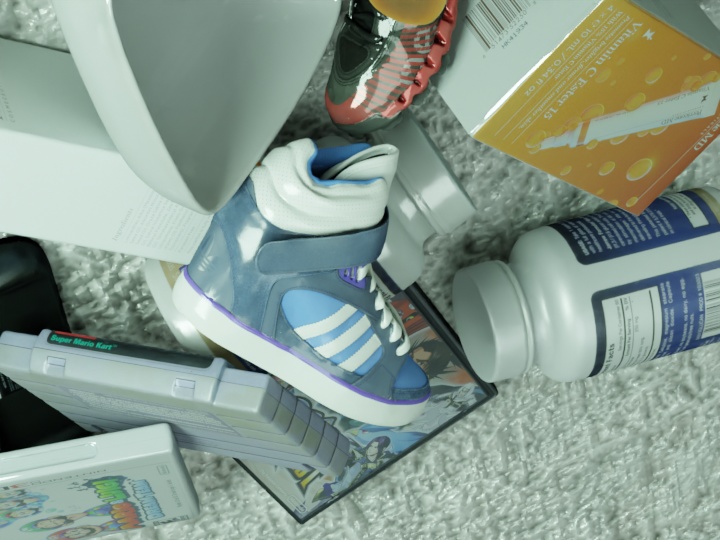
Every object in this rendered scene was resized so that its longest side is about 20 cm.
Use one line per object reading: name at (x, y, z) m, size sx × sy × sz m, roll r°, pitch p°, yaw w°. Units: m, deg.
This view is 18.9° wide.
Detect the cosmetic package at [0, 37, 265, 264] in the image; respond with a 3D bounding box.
cosmetic package at (-0.158, -0.070, 1.280) m, size 0.199 × 0.102 × 0.071 m, roll 10°, pitch 126°, yaw -35°

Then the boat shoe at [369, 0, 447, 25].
boat shoe at (0.051, -0.208, 1.126) m, size 0.070 × 0.070 × 0.200 m, roll 32°, pitch 152°, yaw -3°

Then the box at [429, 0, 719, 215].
box at (0.142, -0.131, 1.357) m, size 0.124 × 0.098 × 0.200 m, roll -46°, pitch 145°, yaw 19°

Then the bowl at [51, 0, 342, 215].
bowl at (-0.097, -0.159, 1.202) m, size 0.200 × 0.074 × 0.200 m, roll -59°, pitch 148°, yaw -31°

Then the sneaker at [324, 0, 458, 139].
sneaker at (0.023, -0.176, 1.269) m, size 0.098 × 0.071 × 0.201 m, roll 23°, pitch 99°, yaw -45°

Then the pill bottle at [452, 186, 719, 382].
pill bottle at (0.171, 0.015, 1.523) m, size 0.199 × 0.111 × 0.111 m, roll -14°, pitch 135°, yaw -15°

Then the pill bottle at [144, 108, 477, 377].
pill bottle at (-0.030, -0.016, 1.389) m, size 0.200 × 0.111 × 0.111 m, roll -34°, pitch 137°, yaw 5°

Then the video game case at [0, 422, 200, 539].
video game case at (-0.204, 0.151, 1.435) m, size 0.181 × 0.024 × 0.200 m, roll -11°, pitch 162°, yaw -3°

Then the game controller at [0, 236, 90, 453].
game controller at (-0.236, 0.063, 1.417) m, size 0.104 × 0.042 × 0.200 m, roll -30°, pitch 139°, yaw -20°

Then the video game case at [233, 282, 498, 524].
video game case at (-0.017, 0.083, 1.550) m, size 0.180 × 0.026 × 0.200 m, roll -34°, pitch 136°, yaw 5°

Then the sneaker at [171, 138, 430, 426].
sneaker at (0.000, 0.000, 1.290) m, size 0.200 × 0.081 × 0.147 m, roll 28°, pitch 108°, yaw -34°

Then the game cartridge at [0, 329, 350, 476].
game cartridge at (-0.119, 0.081, 1.360) m, size 0.130 × 0.199 × 0.039 m, roll 51°, pitch 52°, yaw -54°
